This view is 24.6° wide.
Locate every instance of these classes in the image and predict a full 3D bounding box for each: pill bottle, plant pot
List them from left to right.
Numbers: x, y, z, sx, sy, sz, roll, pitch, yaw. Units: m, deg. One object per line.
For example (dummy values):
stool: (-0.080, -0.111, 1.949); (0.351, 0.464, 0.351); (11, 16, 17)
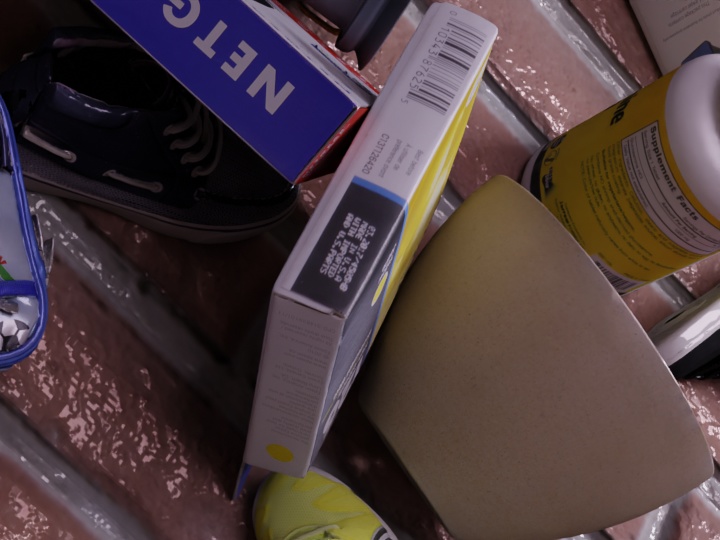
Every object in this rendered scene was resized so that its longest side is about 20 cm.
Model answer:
plant pot: (0.077, 0.068, 0.899); (0.134, 0.200, 0.201); (-34, 95, -4)
pill bottle: (0.200, -0.063, 1.018); (0.111, 0.199, 0.114); (15, 63, -33)

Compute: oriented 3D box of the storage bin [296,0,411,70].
storage bin: (-0.016, -0.225, 0.961); (0.133, 0.146, 0.201); (31, 34, -8)

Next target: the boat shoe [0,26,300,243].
boat shoe: (-0.098, -0.069, 0.858); (0.198, 0.092, 0.076); (8, 67, -35)

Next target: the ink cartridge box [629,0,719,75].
ink cartridge box: (0.299, -0.148, 1.207); (0.144, 0.087, 0.202); (-20, 86, -42)

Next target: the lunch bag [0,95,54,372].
lunch bag: (-0.236, -0.012, 0.743); (0.198, 0.075, 0.162); (-4, 77, -38)

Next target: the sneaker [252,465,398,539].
sneaker: (-0.008, 0.168, 0.799); (0.077, 0.075, 0.201); (58, 4, -49)

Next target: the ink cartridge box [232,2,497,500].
ink cartridge box: (0.000, 0.000, 0.839); (0.047, 0.201, 0.199); (21, 55, 7)

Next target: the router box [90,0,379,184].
router box: (-0.077, -0.130, 0.832); (0.200, 0.049, 0.179); (42, 8, 0)

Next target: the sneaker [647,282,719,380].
sneaker: (0.269, 0.059, 1.105); (0.199, 0.073, 0.113); (-28, 89, -43)
